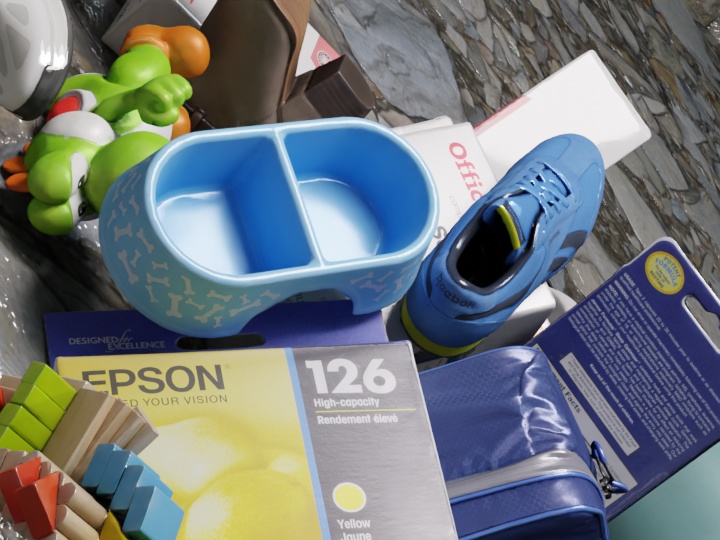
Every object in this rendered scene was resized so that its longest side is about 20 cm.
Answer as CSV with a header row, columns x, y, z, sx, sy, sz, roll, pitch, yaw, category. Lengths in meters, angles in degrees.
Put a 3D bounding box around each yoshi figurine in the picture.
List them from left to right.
x,y,z,sx,sy,sz,roll,pitch,yaw,category
-0.131,-0.072,1.098,0.112,0.112,0.200,56,25,-18,yoshi figurine

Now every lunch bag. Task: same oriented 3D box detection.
x,y,z,sx,sy,sz,roll,pitch,yaw,category
0.055,0.143,1.055,0.136,0.200,0.132,69,5,-58,lunch bag

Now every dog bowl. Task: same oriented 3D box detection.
x,y,z,sx,sy,sz,roll,pitch,yaw,category
-0.043,-0.030,1.012,0.200,0.050,0.112,-9,69,-30,dog bowl

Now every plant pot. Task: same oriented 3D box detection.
x,y,z,sx,sy,sz,roll,pitch,yaw,category
0.242,0.182,1.401,0.200,0.201,0.161,24,29,-52,plant pot

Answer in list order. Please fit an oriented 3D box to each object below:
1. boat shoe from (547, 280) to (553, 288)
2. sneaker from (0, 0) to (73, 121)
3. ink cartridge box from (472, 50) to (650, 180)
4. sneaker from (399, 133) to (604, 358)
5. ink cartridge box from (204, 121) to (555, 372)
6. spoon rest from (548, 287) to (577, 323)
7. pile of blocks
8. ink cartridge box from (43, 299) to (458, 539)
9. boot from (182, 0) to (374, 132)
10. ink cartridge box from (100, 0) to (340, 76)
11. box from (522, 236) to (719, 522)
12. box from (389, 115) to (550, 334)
x,y,z,sx,sy,sz,roll,pitch,yaw,category
0.105,0.033,1.447,0.063,0.074,0.201,21,15,16,boat shoe
-0.247,-0.172,1.062,0.115,0.076,0.201,13,39,-46,sneaker
0.114,-0.078,1.423,0.084,0.144,0.200,56,-17,0,ink cartridge box
0.101,-0.028,1.109,0.066,0.078,0.200,40,54,7,sneaker
0.000,0.000,1.153,0.200,0.088,0.145,-11,65,-27,ink cartridge box
0.120,0.039,1.315,0.061,0.099,0.200,2,26,-13,spoon rest
-0.133,0.089,0.819,0.062,0.082,0.200,49,-5,-41,pile of blocks
-0.060,0.087,0.966,0.197,0.047,0.200,-3,54,-15,ink cartridge box
-0.090,-0.137,1.204,0.200,0.146,0.070,58,27,-11,boot
-0.104,-0.166,1.292,0.200,0.067,0.117,45,32,-18,ink cartridge box
0.152,0.083,1.139,0.121,0.200,0.032,55,22,13,box
0.039,0.008,1.275,0.112,0.101,0.200,-13,66,-25,box
